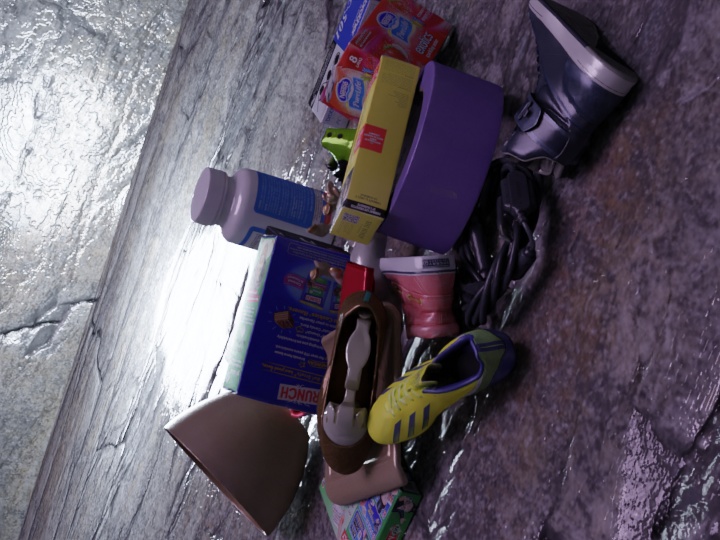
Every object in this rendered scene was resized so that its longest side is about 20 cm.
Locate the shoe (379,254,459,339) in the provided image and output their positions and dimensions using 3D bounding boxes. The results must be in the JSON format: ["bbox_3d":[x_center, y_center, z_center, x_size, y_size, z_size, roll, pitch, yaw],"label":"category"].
[{"bbox_3d":[0.065,0.030,1.433,0.200,0.071,0.092,180,88,-81],"label":"shoe"}]

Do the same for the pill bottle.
[{"bbox_3d":[-0.142,-0.085,1.859,0.112,0.198,0.113,-50,31,46],"label":"pill bottle"}]

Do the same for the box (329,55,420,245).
[{"bbox_3d":[0.017,-0.135,1.420,0.075,0.050,0.202,122,165,-65],"label":"box"}]

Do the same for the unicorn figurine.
[{"bbox_3d":[0.000,0.000,1.524,0.074,0.137,0.202,-5,72,49],"label":"unicorn figurine"}]

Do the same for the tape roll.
[{"bbox_3d":[0.084,-0.126,1.425,0.200,0.084,0.202,-162,90,-81],"label":"tape roll"}]

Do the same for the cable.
[{"bbox_3d":[0.143,-0.034,1.325,0.201,0.050,0.164,-91,17,-56],"label":"cable"}]

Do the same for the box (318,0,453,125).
[{"bbox_3d":[0.035,-0.260,1.588,0.096,0.099,0.200,-59,1,35],"label":"box"}]

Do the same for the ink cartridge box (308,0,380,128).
[{"bbox_3d":[-0.017,-0.323,1.931,0.201,0.044,0.094,-67,24,18],"label":"ink cartridge box"}]

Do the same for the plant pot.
[{"bbox_3d":[-0.146,0.235,1.701,0.134,0.201,0.200,-44,17,-12],"label":"plant pot"}]

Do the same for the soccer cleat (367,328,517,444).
[{"bbox_3d":[0.068,0.116,1.283,0.200,0.083,0.065,-36,65,33],"label":"soccer cleat"}]

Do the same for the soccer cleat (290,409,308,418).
[{"bbox_3d":[-0.086,0.093,1.648,0.073,0.068,0.202,-45,-54,-57],"label":"soccer cleat"}]

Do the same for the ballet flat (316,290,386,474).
[{"bbox_3d":[-0.009,0.121,1.355,0.072,0.067,0.202,-57,-22,-88],"label":"ballet flat"}]

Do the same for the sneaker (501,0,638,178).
[{"bbox_3d":[0.186,-0.182,1.276,0.147,0.076,0.203,-60,26,27],"label":"sneaker"}]

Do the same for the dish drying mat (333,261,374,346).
[{"bbox_3d":[-0.011,0.093,1.432,0.077,0.018,0.202,-164,79,-65],"label":"dish drying mat"}]

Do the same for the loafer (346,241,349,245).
[{"bbox_3d":[0.012,-0.124,1.683,0.201,0.067,0.076,-64,23,24],"label":"loafer"}]

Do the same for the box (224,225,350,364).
[{"bbox_3d":[-0.093,0.057,1.742,0.106,0.121,0.202,-146,73,-68],"label":"box"}]

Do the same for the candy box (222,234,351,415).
[{"bbox_3d":[-0.063,0.074,1.589,0.077,0.168,0.202,178,107,-71],"label":"candy box"}]

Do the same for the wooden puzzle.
[{"bbox_3d":[0.007,0.155,1.444,0.185,0.037,0.202,145,125,-59],"label":"wooden puzzle"}]

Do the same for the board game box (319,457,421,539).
[{"bbox_3d":[0.007,0.257,1.477,0.200,0.029,0.135,-119,47,-61],"label":"board game box"}]

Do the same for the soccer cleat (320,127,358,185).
[{"bbox_3d":[0.004,-0.120,1.582,0.200,0.080,0.068,65,-137,-62],"label":"soccer cleat"}]
